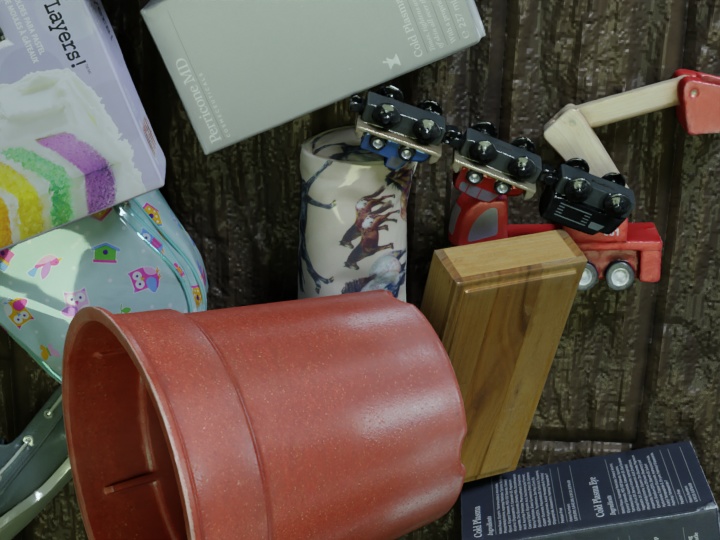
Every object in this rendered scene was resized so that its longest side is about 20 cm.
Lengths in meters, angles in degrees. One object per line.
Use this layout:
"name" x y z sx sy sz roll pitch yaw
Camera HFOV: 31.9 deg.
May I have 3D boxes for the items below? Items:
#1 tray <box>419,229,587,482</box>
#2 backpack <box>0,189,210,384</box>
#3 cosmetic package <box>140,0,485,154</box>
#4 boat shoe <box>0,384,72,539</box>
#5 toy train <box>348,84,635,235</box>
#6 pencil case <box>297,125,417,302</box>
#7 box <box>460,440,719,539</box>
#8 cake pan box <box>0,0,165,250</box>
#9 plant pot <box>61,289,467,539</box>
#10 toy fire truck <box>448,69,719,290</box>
"tray" 0.081 0.068 0.858 0.097 0.037 0.202 -10 132 -24
"backpack" -0.195 -0.007 0.860 0.166 0.127 0.200 -40 105 12
"cosmetic package" -0.031 -0.166 0.816 0.197 0.090 0.108 -24 109 8
"boat shoe" -0.250 0.146 0.919 0.200 0.073 0.062 -43 84 -14
"toy train" 0.082 -0.067 0.810 0.197 0.034 0.046 20 127 -10
"pencil case" 0.000 0.000 0.874 0.088 0.078 0.203 -3 110 -13
"box" 0.177 0.250 0.933 0.179 0.104 0.203 -10 108 6
"cake pan box" -0.231 -0.111 0.729 0.182 0.052 0.202 -20 116 -1
"plant pot" -0.054 0.102 0.753 0.193 0.200 0.204 -12 112 -30
"toy fire truck" 0.158 -0.061 0.858 0.196 0.049 0.144 0 108 5
